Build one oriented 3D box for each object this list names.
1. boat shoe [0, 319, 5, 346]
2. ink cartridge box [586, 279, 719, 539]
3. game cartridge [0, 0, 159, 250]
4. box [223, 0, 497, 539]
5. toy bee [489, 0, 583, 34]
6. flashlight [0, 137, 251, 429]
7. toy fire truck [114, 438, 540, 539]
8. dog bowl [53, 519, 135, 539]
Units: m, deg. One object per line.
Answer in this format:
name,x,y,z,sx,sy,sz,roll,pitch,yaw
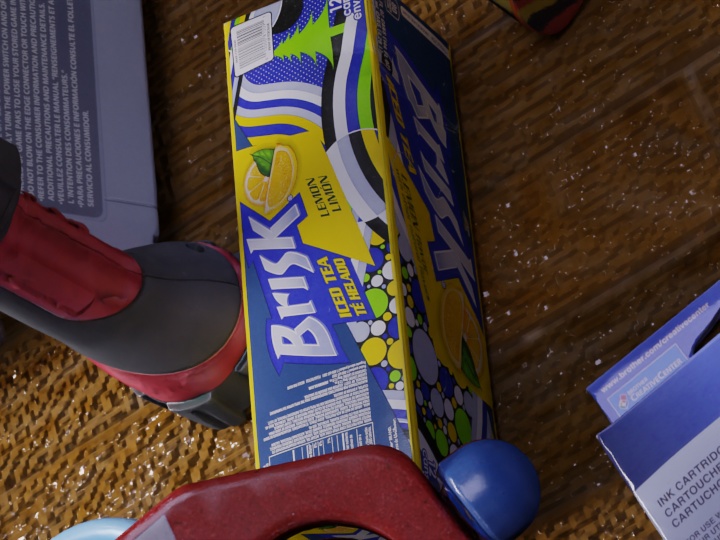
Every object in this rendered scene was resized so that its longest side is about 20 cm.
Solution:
boat shoe,-0.225,0.046,0.952,0.199,0.073,0.065,-30,88,35
ink cartridge box,0.155,0.068,0.715,0.119,0.042,0.201,-40,52,12
game cartridge,-0.148,-0.078,0.920,0.042,0.132,0.201,131,139,-53
box,0.000,0.000,0.825,0.064,0.070,0.201,-18,61,25
toy bee,0.088,-0.190,0.828,0.130,0.109,0.201,14,78,38
flashlight,-0.098,-0.004,0.809,0.068,0.200,0.068,24,83,36
toy fire truck,0.011,0.142,0.710,0.168,0.112,0.200,-38,82,-4
dog bowl,-0.102,0.178,0.818,0.111,0.050,0.201,23,84,37
